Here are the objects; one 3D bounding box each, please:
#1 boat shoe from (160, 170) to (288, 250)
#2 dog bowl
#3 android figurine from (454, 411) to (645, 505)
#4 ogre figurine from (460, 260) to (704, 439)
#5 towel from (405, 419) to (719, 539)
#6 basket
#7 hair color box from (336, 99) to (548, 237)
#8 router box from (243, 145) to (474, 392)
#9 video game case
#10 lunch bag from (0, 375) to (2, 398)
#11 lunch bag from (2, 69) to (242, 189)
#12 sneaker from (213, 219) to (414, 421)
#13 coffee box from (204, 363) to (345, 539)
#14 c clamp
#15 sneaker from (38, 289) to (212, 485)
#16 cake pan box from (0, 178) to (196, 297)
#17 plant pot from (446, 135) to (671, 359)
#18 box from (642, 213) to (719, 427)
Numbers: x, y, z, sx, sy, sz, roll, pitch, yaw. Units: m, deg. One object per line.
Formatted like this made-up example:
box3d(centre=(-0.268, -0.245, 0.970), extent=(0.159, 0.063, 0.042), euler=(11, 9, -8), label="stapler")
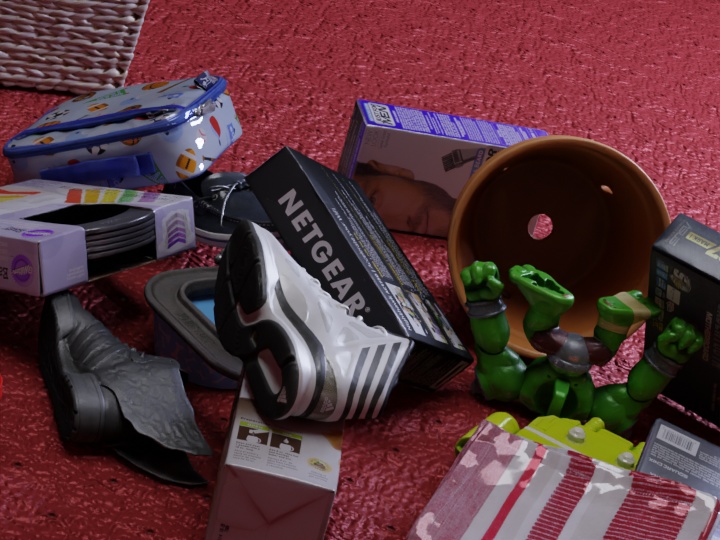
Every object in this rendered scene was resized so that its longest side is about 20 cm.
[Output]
box3d(centre=(-0.115, -0.055, 1.807), extent=(0.075, 0.062, 0.200), euler=(1, 11, -37), label="boat shoe")
box3d(centre=(-0.092, 0.043, 1.702), extent=(0.111, 0.050, 0.200), euler=(31, 29, 27), label="dog bowl")
box3d(centre=(0.167, 0.168, 1.612), extent=(0.182, 0.041, 0.200), euler=(27, 30, 22), label="android figurine")
box3d(centre=(0.172, 0.070, 1.718), extent=(0.200, 0.120, 0.098), euler=(10, 22, -15), label="ogre figurine")
box3d(centre=(0.151, 0.185, 1.502), extent=(0.200, 0.023, 0.144), euler=(17, 41, 19), label="towel")
box3d(centre=(-0.329, -0.291, 2.104), extent=(0.198, 0.161, 0.200), euler=(5, 27, -22), label="basket")
box3d(centre=(0.081, -0.092, 2.001), extent=(0.200, 0.109, 0.065), euler=(8, 28, -14), label="hair color box")
box3d(centre=(0.000, 0.000, 1.692), extent=(0.200, 0.051, 0.149), euler=(57, 14, 22), label="router box")
box3d(centre=(0.261, 0.207, 1.539), extent=(0.143, 0.019, 0.200), euler=(26, 42, 5), label="video game case")
box3d(centre=(-0.343, 0.078, 1.450), extent=(0.176, 0.082, 0.200), euler=(4, 28, -24), label="lunch bag")
box3d(centre=(-0.210, -0.117, 1.837), extent=(0.200, 0.076, 0.160), euler=(-9, 18, 22), label="lunch bag")
box3d(centre=(-0.032, 0.044, 1.470), extent=(0.115, 0.076, 0.201), euler=(12, 32, -27), label="sneaker")
box3d(centre=(-0.060, 0.140, 1.452), extent=(0.080, 0.114, 0.200), euler=(14, 26, -4), label="coffee box")
box3d(centre=(-0.080, 0.033, 1.641), extent=(0.171, 0.027, 0.200), euler=(-2, 31, -32), label="c clamp")
box3d(centre=(-0.181, 0.085, 1.560), extent=(0.104, 0.060, 0.200), euler=(4, 33, -21), label="sneaker")
box3d(centre=(-0.261, -0.029, 1.678), extent=(0.200, 0.052, 0.184), euler=(9, 19, 38), label="cake pan box")
box3d(centre=(0.172, -0.029, 1.858), extent=(0.200, 0.200, 0.140), euler=(14, 9, -5), label="plant pot")
box3d(centre=(0.318, 0.061, 1.733), extent=(0.158, 0.200, 0.051), euler=(30, 60, 24), label="box")
